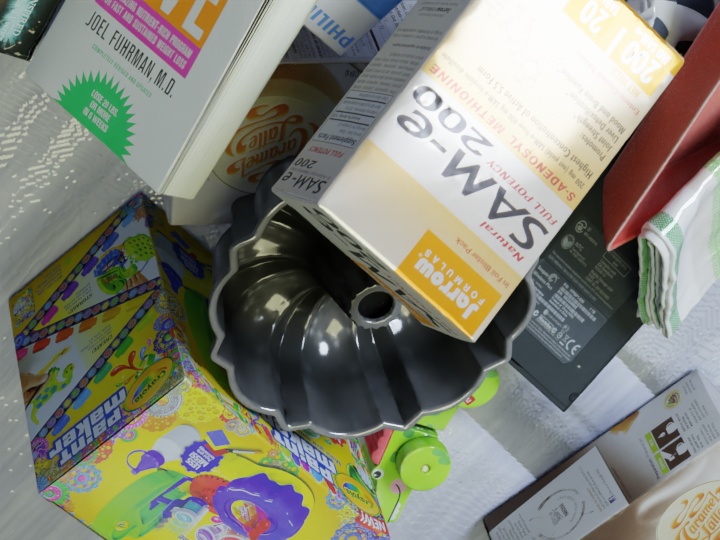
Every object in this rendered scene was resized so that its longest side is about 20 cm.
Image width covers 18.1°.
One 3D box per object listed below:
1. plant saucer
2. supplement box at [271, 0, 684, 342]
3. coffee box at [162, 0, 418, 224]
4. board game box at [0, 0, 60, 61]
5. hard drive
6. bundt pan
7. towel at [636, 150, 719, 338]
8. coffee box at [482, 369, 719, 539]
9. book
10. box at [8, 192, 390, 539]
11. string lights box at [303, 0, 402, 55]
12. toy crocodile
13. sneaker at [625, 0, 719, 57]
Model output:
[{"bbox_3d":[0.237,-0.118,1.389,0.199,0.037,0.200,-26,155,-46],"label":"plant saucer"},{"bbox_3d":[0.065,-0.079,1.236,0.126,0.074,0.200,40,81,-23],"label":"supplement box"},{"bbox_3d":[-0.020,-0.098,1.379,0.200,0.080,0.115,-1,126,-15],"label":"coffee box"},{"bbox_3d":[-0.206,-0.223,1.274,0.135,0.028,0.200,19,118,-28],"label":"board game box"},{"bbox_3d":[0.158,-0.019,1.495,0.200,0.033,0.140,-48,126,1],"label":"hard drive"},{"bbox_3d":[0.000,0.000,1.347,0.201,0.076,0.202,-9,128,-11],"label":"bundt pan"},{"bbox_3d":[0.256,-0.053,1.453,0.200,0.031,0.149,-42,158,-12],"label":"towel"},{"bbox_3d":[0.205,0.180,1.664,0.200,0.080,0.114,-36,127,12],"label":"coffee box"},{"bbox_3d":[-0.095,-0.160,1.272,0.048,0.134,0.200,9,117,-55],"label":"book"},{"bbox_3d":[-0.105,0.094,1.439,0.122,0.193,0.200,-38,127,14],"label":"box"},{"bbox_3d":[0.033,-0.227,1.291,0.200,0.103,0.059,-41,128,15],"label":"string lights box"},{"bbox_3d":[0.042,0.089,1.559,0.062,0.068,0.200,16,118,-21],"label":"toy crocodile"},{"bbox_3d":[0.175,-0.132,1.385,0.130,0.079,0.199,45,62,-47],"label":"sneaker"}]
